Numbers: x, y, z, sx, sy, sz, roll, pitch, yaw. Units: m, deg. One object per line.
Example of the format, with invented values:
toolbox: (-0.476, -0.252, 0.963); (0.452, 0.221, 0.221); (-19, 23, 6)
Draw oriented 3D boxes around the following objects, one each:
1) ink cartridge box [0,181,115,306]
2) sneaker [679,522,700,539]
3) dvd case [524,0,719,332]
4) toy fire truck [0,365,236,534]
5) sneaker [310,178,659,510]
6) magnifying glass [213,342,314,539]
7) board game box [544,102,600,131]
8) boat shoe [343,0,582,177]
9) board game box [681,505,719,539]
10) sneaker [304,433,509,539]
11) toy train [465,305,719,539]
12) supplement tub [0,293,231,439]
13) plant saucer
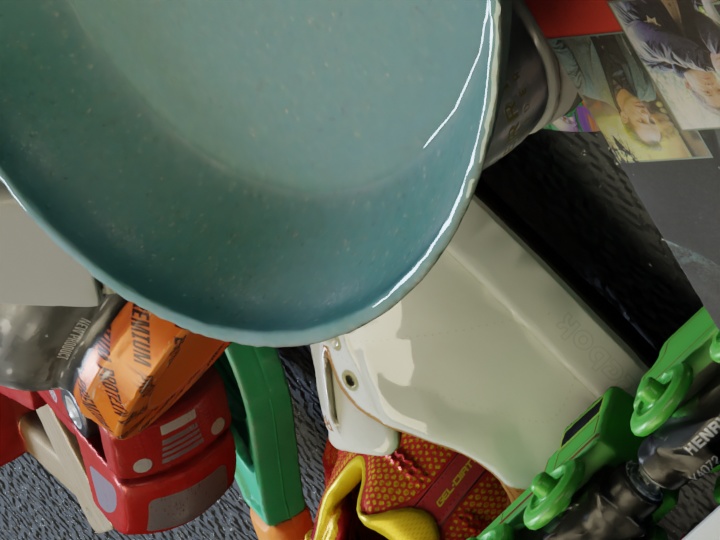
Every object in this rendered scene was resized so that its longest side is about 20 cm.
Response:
ink cartridge box: (-0.161, -0.072, 0.787); (0.199, 0.146, 0.083); (2, 159, -2)
sneaker: (0.125, 0.144, 0.924); (0.095, 0.079, 0.200); (19, 153, 5)
dvd case: (0.103, -0.028, 0.593); (0.146, 0.022, 0.200); (0, 128, 54)
toy fire truck: (-0.105, 0.046, 1.071); (0.200, 0.049, 0.141); (44, 152, 43)
sneaker: (0.000, 0.000, 0.824); (0.200, 0.085, 0.073); (46, -170, -5)
magnifying glass: (-0.036, 0.066, 1.028); (0.080, 0.022, 0.200); (41, 155, 55)
board game box: (-0.003, -0.101, 0.740); (0.200, 0.039, 0.158); (43, 156, 0)
boat shoe: (-0.036, -0.090, 0.696); (0.202, 0.065, 0.074); (39, 149, 18)
board game box: (0.127, 0.159, 0.722); (0.200, 0.047, 0.151); (52, 129, 14)
sneaker: (0.008, 0.077, 0.958); (0.073, 0.077, 0.200); (41, 166, 6)
toy train: (0.058, 0.065, 0.785); (0.042, 0.056, 0.200); (40, 119, -9)
supplement tub: (-0.115, -0.049, 0.896); (0.200, 0.123, 0.123); (40, 155, 6)
plant saucer: (-0.035, -0.083, 0.631); (0.200, 0.036, 0.200); (26, 129, 36)
